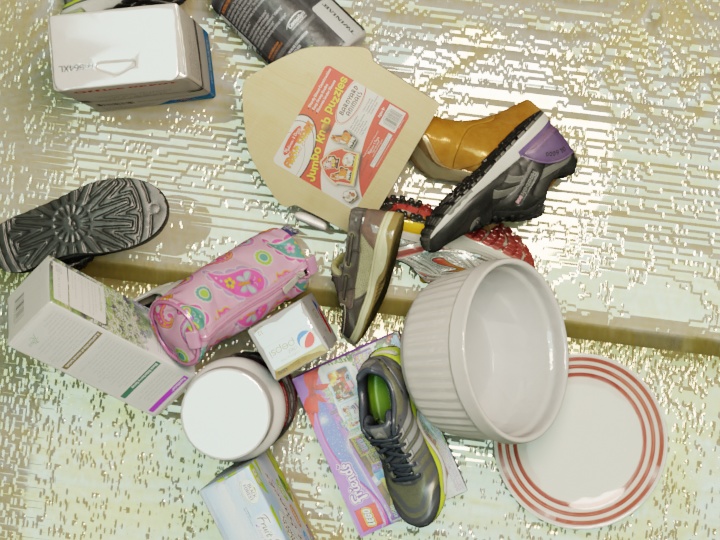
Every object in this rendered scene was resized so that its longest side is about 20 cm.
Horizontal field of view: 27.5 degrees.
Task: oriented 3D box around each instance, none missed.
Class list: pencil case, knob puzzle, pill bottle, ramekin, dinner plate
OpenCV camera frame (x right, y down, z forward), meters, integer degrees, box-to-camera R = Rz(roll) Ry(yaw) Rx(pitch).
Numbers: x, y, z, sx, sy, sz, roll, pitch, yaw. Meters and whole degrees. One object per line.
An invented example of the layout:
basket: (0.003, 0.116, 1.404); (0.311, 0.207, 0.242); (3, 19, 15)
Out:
pencil case: (-0.139, 0.026, 1.625); (0.200, 0.087, 0.088); (-33, 87, -40)
knob puzzle: (-0.040, -0.160, 1.631); (0.218, 0.030, 0.221); (1, 104, 5)
pill bottle: (-0.133, 0.150, 1.622); (0.113, 0.200, 0.115); (0, 90, 3)
ramekin: (0.132, 0.091, 1.613); (0.105, 0.199, 0.202); (-7, 89, 41)
pill bottle: (-0.097, -0.301, 1.672); (0.200, 0.106, 0.106); (44, 92, 2)
dinner plate: (0.252, 0.196, 1.690); (0.198, 0.024, 0.202); (0, 90, 2)

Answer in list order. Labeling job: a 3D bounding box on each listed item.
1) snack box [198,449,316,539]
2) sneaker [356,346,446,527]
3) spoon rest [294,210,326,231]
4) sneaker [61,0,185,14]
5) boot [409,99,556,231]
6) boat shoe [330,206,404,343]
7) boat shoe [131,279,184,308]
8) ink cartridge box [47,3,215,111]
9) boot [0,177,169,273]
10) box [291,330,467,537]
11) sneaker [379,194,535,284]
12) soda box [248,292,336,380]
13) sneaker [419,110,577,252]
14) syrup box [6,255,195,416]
snack box: (-0.100, 0.291, 1.619); (0.067, 0.200, 0.170); (-27, 89, 3)
sneaker: (0.035, 0.187, 1.619); (0.073, 0.081, 0.201); (-20, 85, 26)
spoon rest: (-0.021, -0.137, 1.699); (0.099, 0.061, 0.201); (24, 77, 2)
sneaker: (-0.268, -0.333, 1.675); (0.199, 0.074, 0.082); (-12, 80, 27)
boot: (0.136, -0.155, 1.676); (0.144, 0.071, 0.201); (-40, 84, -17)
boat shoe: (0.000, 0.000, 1.638); (0.066, 0.201, 0.072); (24, 50, 7)
boat shoe: (-0.217, 0.046, 1.692); (0.199, 0.066, 0.072); (-17, 83, 1)
ink cartridge box: (-0.249, -0.234, 1.633); (0.145, 0.200, 0.085); (-6, 89, 3)
boot: (-0.298, -0.047, 1.653); (0.209, 0.158, 0.080); (-12, 86, 9)
box: (0.022, 0.187, 1.694); (0.136, 0.039, 0.201); (-23, 88, 2)
sneaker: (0.104, -0.023, 1.684); (0.198, 0.078, 0.083); (15, 116, -1)
soda box: (-0.072, 0.071, 1.619); (0.068, 0.200, 0.064); (-30, 90, 2)
sneaker: (0.155, -0.076, 1.598); (0.200, 0.076, 0.088); (-44, 98, -7)
syrup box: (-0.280, 0.074, 1.604); (0.199, 0.079, 0.081); (32, 117, -34)
